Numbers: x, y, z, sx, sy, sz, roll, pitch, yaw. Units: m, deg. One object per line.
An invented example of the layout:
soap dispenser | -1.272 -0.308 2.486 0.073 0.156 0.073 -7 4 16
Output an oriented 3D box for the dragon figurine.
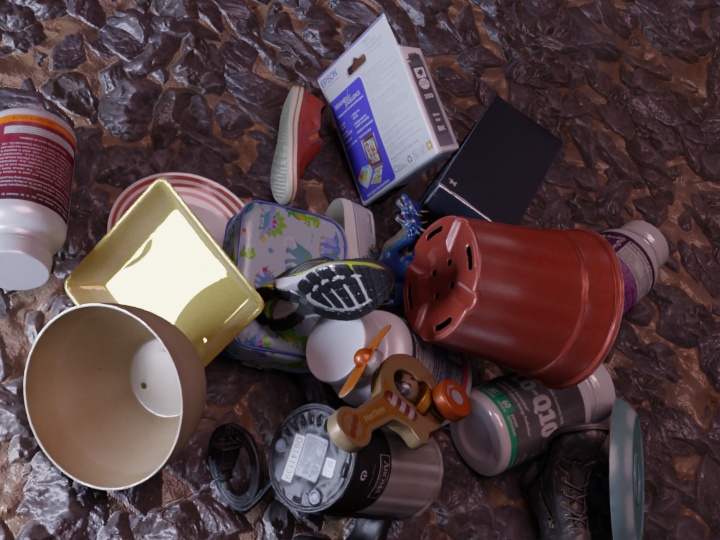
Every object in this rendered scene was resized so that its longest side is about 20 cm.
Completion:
dragon figurine | 0.069 0.003 1.519 0.200 0.099 0.059 65 32 -17

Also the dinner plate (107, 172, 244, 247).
dinner plate | -0.223 -0.036 1.511 0.200 0.024 0.200 11 55 -17

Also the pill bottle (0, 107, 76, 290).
pill bottle | -0.401 -0.084 1.406 0.113 0.113 0.200 9 56 -18

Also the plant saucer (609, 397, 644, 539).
plant saucer | 0.333 0.259 1.477 0.027 0.200 0.200 -1 53 18

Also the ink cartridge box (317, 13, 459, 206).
ink cartridge box | 0.032 -0.213 1.596 0.043 0.198 0.200 -16 81 -33

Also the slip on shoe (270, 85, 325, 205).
slip on shoe | -0.082 -0.170 1.630 0.061 0.074 0.200 19 49 -15

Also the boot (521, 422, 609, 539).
boot | 0.259 0.292 1.417 0.069 0.200 0.174 4 51 -16

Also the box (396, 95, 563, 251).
box | 0.150 -0.090 1.599 0.123 0.198 0.200 34 53 -1

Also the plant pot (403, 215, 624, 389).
plant pot | 0.169 0.027 1.401 0.195 0.201 0.201 13 55 -30

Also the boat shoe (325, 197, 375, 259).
boat shoe | -0.001 0.000 1.556 0.071 0.070 0.201 11 62 -31

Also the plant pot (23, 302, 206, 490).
plant pot | -0.248 0.128 1.313 0.200 0.200 0.134 50 21 11

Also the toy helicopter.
toy helicopter | 0.023 0.137 1.269 0.132 0.079 0.200 57 32 7

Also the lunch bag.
lunch bag | -0.095 0.024 1.472 0.161 0.082 0.200 13 67 -23

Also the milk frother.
milk frother | -0.045 0.225 1.367 0.200 0.181 0.188 36 8 36

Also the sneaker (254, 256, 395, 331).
sneaker | -0.038 0.012 1.351 0.081 0.200 0.074 -47 118 -43

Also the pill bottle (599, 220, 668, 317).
pill bottle | 0.350 0.009 1.679 0.112 0.112 0.200 47 53 9

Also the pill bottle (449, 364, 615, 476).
pill bottle | 0.221 0.178 1.517 0.200 0.113 0.113 -17 68 -31

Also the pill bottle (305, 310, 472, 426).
pill bottle | 0.032 0.114 1.421 0.200 0.120 0.120 26 46 -46

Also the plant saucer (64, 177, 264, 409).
plant saucer | -0.223 0.026 1.393 0.200 0.200 0.048 51 21 11
